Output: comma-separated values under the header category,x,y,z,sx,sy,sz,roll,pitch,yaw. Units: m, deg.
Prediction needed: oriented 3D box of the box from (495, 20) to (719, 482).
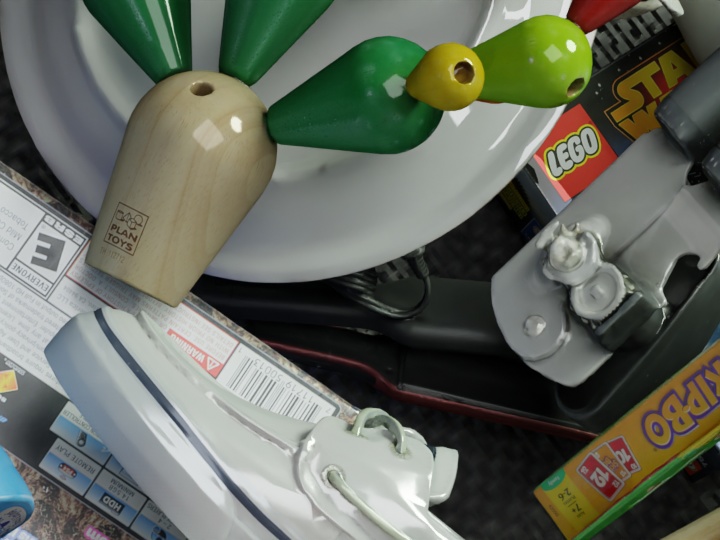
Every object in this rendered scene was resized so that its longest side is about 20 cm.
category,x,y,z,sx,sy,sz,roll,pitch,yaw
box,0.158,-0.036,1.007,0.200,0.040,0.137,-32,85,-20

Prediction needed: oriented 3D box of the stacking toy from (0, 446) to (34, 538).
category,x,y,z,sx,sy,sz,roll,pitch,yaw
stacking toy,-0.192,0.091,0.756,0.200,0.116,0.110,-44,84,-9

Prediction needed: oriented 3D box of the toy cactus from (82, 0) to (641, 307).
category,x,y,z,sx,sy,sz,roll,pitch,yaw
toy cactus,-0.030,-0.069,0.835,0.200,0.102,0.165,26,87,13

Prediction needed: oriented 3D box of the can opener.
category,x,y,z,sx,sy,sz,roll,pitch,yaw
can opener,0.121,-0.038,0.888,0.200,0.066,0.053,-46,52,10

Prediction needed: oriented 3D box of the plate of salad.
category,x,y,z,sx,sy,sz,roll,pitch,yaw
plate of salad,-0.018,-0.092,0.910,0.199,0.048,0.201,-3,77,15

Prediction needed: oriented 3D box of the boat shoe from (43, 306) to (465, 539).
category,x,y,z,sx,sy,sz,roll,pitch,yaw
boat shoe,0.001,0.071,0.811,0.067,0.074,0.200,-45,99,2

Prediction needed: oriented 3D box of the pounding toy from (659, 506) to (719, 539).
category,x,y,z,sx,sy,sz,roll,pitch,yaw
pounding toy,0.162,0.082,0.884,0.142,0.200,0.184,46,26,1

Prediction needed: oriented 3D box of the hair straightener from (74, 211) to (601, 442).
category,x,y,z,sx,sy,sz,roll,pitch,yaw
hair straightener,0.000,0.000,0.938,0.199,0.077,0.041,15,35,2

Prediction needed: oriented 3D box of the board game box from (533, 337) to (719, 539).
category,x,y,z,sx,sy,sz,roll,pitch,yaw
board game box,0.128,0.023,0.865,0.030,0.096,0.200,50,39,5

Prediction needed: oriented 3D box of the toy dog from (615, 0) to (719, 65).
category,x,y,z,sx,sy,sz,roll,pitch,yaw
toy dog,0.132,-0.095,0.945,0.200,0.096,0.132,28,69,-4

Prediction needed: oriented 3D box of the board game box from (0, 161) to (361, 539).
category,x,y,z,sx,sy,sz,roll,pitch,yaw
board game box,-0.123,0.088,0.870,0.159,0.097,0.200,35,69,-2
